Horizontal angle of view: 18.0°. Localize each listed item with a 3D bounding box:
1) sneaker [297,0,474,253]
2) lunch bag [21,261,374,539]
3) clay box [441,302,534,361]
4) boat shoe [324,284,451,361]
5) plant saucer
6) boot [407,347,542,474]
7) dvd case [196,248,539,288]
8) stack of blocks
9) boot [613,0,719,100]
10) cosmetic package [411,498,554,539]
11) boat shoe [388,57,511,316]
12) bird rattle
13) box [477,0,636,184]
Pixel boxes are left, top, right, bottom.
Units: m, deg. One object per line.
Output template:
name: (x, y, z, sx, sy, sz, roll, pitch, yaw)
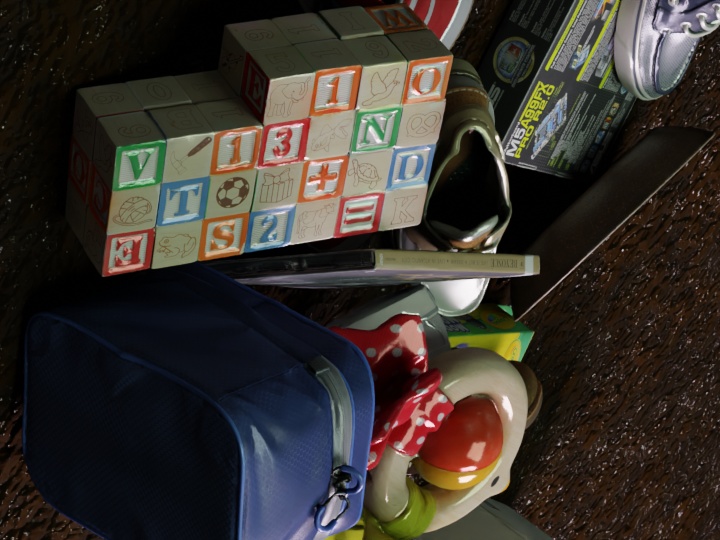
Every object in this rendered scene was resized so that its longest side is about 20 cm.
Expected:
sneaker: (-0.005, -0.108, 1.348, 0.112, 0.071, 0.201, 13, 100, -64)
lunch bag: (-0.081, 0.084, 1.290, 0.132, 0.199, 0.137, -27, 135, -45)
clay box: (0.052, 0.085, 1.652, 0.199, 0.047, 0.116, -1, 120, -54)
boat shoe: (-0.031, 0.081, 1.445, 0.199, 0.069, 0.072, -29, -173, -17)
plant saucer: (0.175, -0.043, 1.663, 0.200, 0.037, 0.200, -44, 177, -3)
boot: (0.066, 0.080, 1.561, 0.200, 0.073, 0.076, -18, 106, -56)
dvd case: (0.000, 0.000, 1.401, 0.199, 0.148, 0.016, 1, 86, -58)
stack of blocks: (-0.056, -0.073, 1.248, 0.199, 0.059, 0.116, -11, 131, -26)
boot: (0.230, -0.184, 1.524, 0.073, 0.090, 0.201, -36, 145, -34)
cosmetic package: (0.104, 0.306, 1.832, 0.201, 0.164, 0.165, -56, 152, 0)
boat shoe: (0.060, -0.039, 1.497, 0.074, 0.069, 0.201, -14, 132, -8)
bird rattle: (0.036, 0.106, 1.428, 0.162, 0.112, 0.201, -23, 124, -35)
box: (0.157, -0.164, 1.571, 0.160, 0.044, 0.201, 7, 112, -58)
